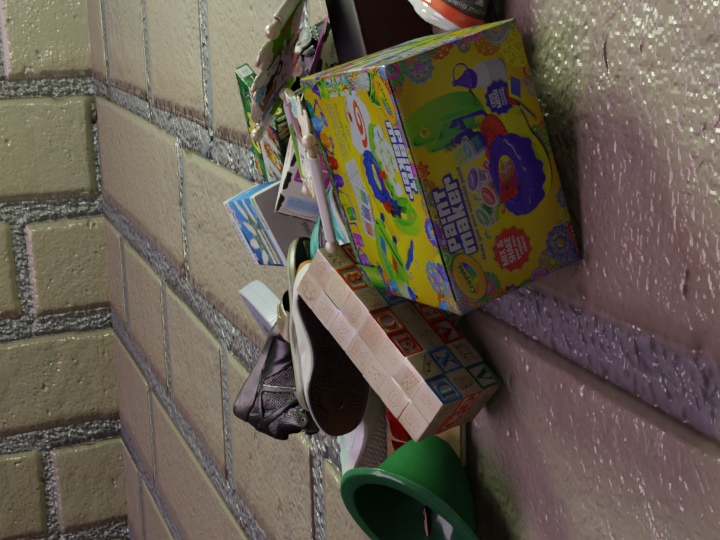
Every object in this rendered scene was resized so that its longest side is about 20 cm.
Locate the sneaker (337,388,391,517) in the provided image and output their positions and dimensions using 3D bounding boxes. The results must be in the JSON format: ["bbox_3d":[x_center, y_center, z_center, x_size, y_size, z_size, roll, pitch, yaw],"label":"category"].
[{"bbox_3d":[-0.001,0.184,1.302,0.118,0.073,0.202,-155,65,-63],"label":"sneaker"}]

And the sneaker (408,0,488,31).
[{"bbox_3d":[0.069,-0.281,1.009,0.200,0.077,0.082,51,122,45],"label":"sneaker"}]

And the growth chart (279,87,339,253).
[{"bbox_3d":[-0.051,-0.107,1.088,0.200,0.018,0.146,-114,10,-63],"label":"growth chart"}]

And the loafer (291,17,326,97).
[{"bbox_3d":[-0.067,-0.243,1.349,0.200,0.062,0.072,135,127,-64],"label":"loafer"}]

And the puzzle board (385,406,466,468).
[{"bbox_3d":[0.071,0.191,1.185,0.150,0.017,0.202,23,118,59],"label":"puzzle board"}]

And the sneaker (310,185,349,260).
[{"bbox_3d":[0.000,0.000,1.230,0.121,0.083,0.201,140,116,-70],"label":"sneaker"}]

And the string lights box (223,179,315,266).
[{"bbox_3d":[-0.118,-0.063,1.489,0.103,0.059,0.200,63,164,-9],"label":"string lights box"}]

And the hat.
[{"bbox_3d":[0.086,0.190,1.121,0.200,0.176,0.165,45,146,-8],"label":"hat"}]

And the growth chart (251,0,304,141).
[{"bbox_3d":[-0.083,-0.225,1.162,0.200,0.018,0.145,110,-177,-59],"label":"growth chart"}]

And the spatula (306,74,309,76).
[{"bbox_3d":[0.001,-0.113,1.133,0.200,0.020,0.057,49,-169,-27],"label":"spatula"}]

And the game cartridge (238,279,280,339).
[{"bbox_3d":[-0.103,0.087,1.506,0.133,0.041,0.200,57,171,-28],"label":"game cartridge"}]

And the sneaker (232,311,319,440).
[{"bbox_3d":[-0.069,0.123,1.351,0.114,0.076,0.200,32,107,18],"label":"sneaker"}]

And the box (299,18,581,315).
[{"bbox_3d":[0.061,-0.088,0.931,0.192,0.121,0.201,17,127,67],"label":"box"}]

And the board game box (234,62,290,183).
[{"bbox_3d":[-0.116,-0.166,1.444,0.105,0.023,0.201,54,164,30],"label":"board game box"}]

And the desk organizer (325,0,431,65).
[{"bbox_3d":[0.027,-0.205,1.101,0.072,0.076,0.202,141,119,-66],"label":"desk organizer"}]

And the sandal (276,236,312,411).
[{"bbox_3d":[-0.069,0.060,1.269,0.057,0.080,0.203,-8,77,34],"label":"sandal"}]

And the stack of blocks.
[{"bbox_3d":[0.044,0.059,1.073,0.200,0.115,0.059,51,131,25],"label":"stack of blocks"}]

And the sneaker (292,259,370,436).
[{"bbox_3d":[-0.032,0.081,1.207,0.085,0.072,0.201,-110,13,-65],"label":"sneaker"}]

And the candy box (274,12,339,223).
[{"bbox_3d":[-0.041,-0.167,1.247,0.200,0.061,0.137,113,168,-53],"label":"candy box"}]
